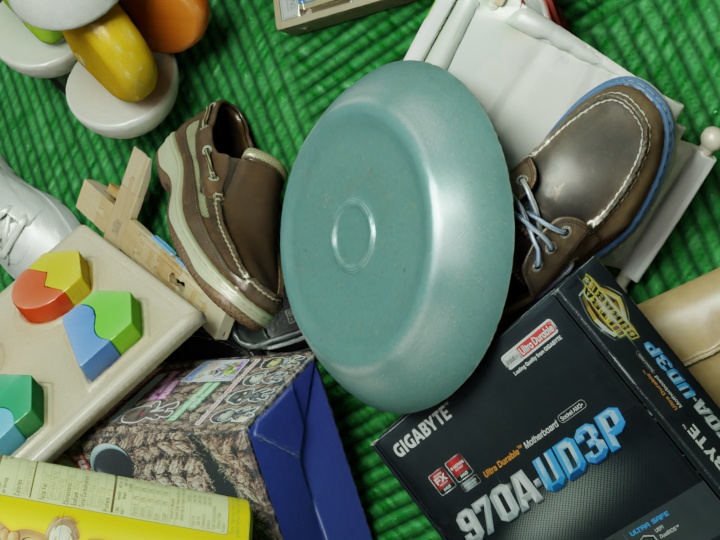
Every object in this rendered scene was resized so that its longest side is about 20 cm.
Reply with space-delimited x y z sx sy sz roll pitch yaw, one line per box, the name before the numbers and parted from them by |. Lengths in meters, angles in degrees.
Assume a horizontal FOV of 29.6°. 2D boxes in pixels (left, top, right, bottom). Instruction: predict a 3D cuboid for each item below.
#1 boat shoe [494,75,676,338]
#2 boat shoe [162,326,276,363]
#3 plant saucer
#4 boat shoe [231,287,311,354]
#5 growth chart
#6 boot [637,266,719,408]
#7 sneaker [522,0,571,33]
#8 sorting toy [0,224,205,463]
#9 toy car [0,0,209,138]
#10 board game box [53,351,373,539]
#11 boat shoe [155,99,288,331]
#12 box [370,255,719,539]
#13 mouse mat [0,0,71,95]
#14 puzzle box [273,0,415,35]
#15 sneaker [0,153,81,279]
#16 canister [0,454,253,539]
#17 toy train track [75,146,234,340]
boat shoe | 0.098 -0.020 0.753 0.072 0.072 0.201 45 126 16
boat shoe | -0.151 0.065 0.968 0.198 0.060 0.075 9 94 30
plant saucer | 0.007 -0.020 0.775 0.199 0.036 0.203 -2 87 52
boat shoe | -0.001 -0.003 0.875 0.198 0.068 0.075 -25 78 28
growth chart | 0.104 -0.078 0.782 0.199 0.018 0.145 36 124 -2
boot | 0.188 0.010 0.752 0.199 0.066 0.177 -30 90 27
sneaker | 0.062 -0.152 0.824 0.114 0.078 0.203 -20 79 17
sorting toy | -0.217 0.054 0.900 0.185 0.037 0.199 -43 38 -16
toy car | -0.186 -0.207 0.942 0.199 0.176 0.150 36 73 25
board game box | -0.110 0.152 0.893 0.198 0.097 0.162 -7 111 30
boat shoe | -0.083 -0.048 0.884 0.075 0.074 0.203 -44 41 14
box | 0.113 0.110 0.765 0.160 0.046 0.200 52 137 6
mouse mat | -0.190 -0.228 1.022 0.161 0.007 0.201 40 108 24
puzzle box | -0.008 -0.270 0.903 0.131 0.025 0.203 -10 85 29
sneaker | -0.295 -0.046 1.022 0.200 0.115 0.074 40 107 22
canister | -0.172 0.176 0.777 0.197 0.087 0.150 12 127 -12
toy train track | -0.139 -0.011 0.959 0.200 0.032 0.116 38 113 42
